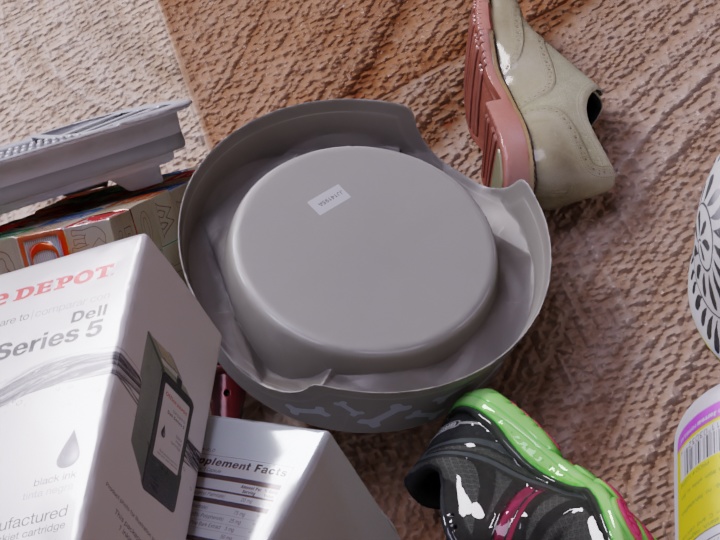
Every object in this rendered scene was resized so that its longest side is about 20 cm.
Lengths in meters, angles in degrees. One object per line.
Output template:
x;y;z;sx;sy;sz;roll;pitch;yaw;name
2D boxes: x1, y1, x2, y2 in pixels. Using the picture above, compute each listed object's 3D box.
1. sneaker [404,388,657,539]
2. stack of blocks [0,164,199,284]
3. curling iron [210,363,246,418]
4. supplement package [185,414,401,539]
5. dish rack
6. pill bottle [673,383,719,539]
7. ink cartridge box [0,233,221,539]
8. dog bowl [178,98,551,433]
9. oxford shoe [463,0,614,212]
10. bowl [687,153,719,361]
0.088;0.133;1.107;0.084;0.077;0.200;-43;33;-5;sneaker
-0.148;-0.010;1.305;0.115;0.059;0.200;-12;8;19;stack of blocks
-0.082;0.063;1.258;0.026;0.050;0.200;-28;47;52;curling iron
-0.086;0.191;1.082;0.151;0.152;0.200;5;52;35;supplement package
-0.203;-0.050;1.307;0.200;0.044;0.172;-18;9;-24;dish rack
0.191;0.148;1.001;0.104;0.104;0.200;-12;45;20;pill bottle
-0.155;0.094;1.040;0.145;0.084;0.200;-15;42;21;ink cartridge box
0.000;0.000;1.219;0.200;0.059;0.200;4;51;-5;dog bowl
0.102;-0.101;1.338;0.074;0.071;0.200;-2;43;-5;oxford shoe
0.250;-0.039;1.157;0.201;0.094;0.201;-16;44;16;bowl
